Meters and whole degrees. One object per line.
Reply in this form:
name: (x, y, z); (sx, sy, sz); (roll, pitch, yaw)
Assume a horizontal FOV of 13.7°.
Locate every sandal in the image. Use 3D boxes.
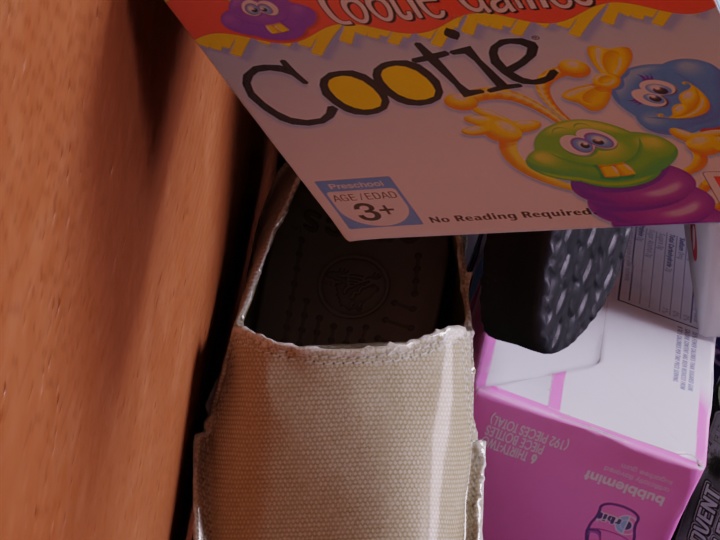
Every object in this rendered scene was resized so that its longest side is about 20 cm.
sandal: (0.045, -0.076, 0.715); (0.075, 0.048, 0.201); (-33, 137, -56)

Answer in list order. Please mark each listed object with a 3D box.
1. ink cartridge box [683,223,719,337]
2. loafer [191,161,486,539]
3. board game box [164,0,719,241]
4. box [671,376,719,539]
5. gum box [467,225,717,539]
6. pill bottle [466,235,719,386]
ink cartridge box: (0.130, -0.100, 0.798); (0.201, 0.087, 0.146); (87, 1, -47)
loafer: (-0.007, 0.044, 0.728); (0.068, 0.075, 0.201); (89, 1, -58)
board game box: (0.040, -0.119, 0.586); (0.103, 0.104, 0.201); (53, 42, -52)
box: (0.157, 0.069, 0.907); (0.200, 0.040, 0.137); (-17, 138, -43)
gum box: (0.056, 0.037, 0.879); (0.200, 0.066, 0.114); (-73, -177, -59)
pill bottle: (0.110, -0.013, 1.013); (0.111, 0.199, 0.112); (0, 91, -58)
